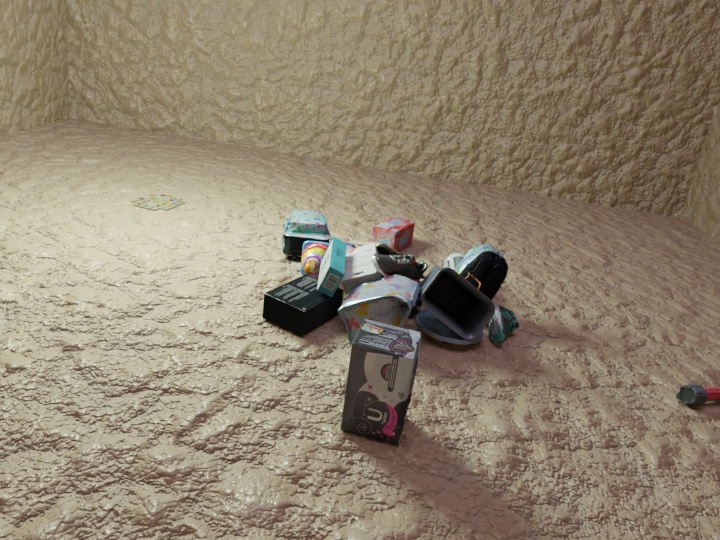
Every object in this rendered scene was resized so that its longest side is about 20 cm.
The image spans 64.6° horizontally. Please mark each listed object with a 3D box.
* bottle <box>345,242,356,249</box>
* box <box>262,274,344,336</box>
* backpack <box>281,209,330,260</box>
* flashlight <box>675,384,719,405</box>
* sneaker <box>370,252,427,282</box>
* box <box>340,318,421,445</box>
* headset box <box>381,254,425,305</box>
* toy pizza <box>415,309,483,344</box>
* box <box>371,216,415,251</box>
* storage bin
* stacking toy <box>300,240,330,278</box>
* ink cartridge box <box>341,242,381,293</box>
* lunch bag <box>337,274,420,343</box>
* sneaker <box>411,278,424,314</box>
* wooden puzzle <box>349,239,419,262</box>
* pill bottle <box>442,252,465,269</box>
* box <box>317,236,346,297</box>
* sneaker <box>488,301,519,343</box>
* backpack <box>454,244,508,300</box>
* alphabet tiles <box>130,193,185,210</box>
[{"bbox_3d":[-0.045,-0.031,1.924,0.081,0.067,0.201,8,22,-6],"label":"bottle"},{"bbox_3d":[-0.154,0.091,1.565,0.138,0.081,0.199,18,23,26],"label":"box"},{"bbox_3d":[-0.192,-0.131,2.013,0.172,0.155,0.201,5,17,-7],"label":"backpack"},{"bbox_3d":[0.920,0.317,1.471,0.195,0.069,0.068,2,25,-21],"label":"flashlight"},{"bbox_3d":[0.112,-0.025,1.610,0.197,0.082,0.078,15,37,-41],"label":"sneaker"},{"bbox_3d":[0.042,0.225,1.150,0.128,0.205,0.115,12,23,10],"label":"box"},{"bbox_3d":[0.097,0.024,1.811,0.169,0.095,0.201,5,22,-13],"label":"headset box"},{"bbox_3d":[0.251,0.164,1.616,0.194,0.033,0.201,10,22,-4],"label":"toy pizza"},{"bbox_3d":[0.127,-0.138,2.217,0.100,0.097,0.199,18,23,22],"label":"box"},{"bbox_3d":[0.257,0.067,1.568,0.198,0.147,0.134,36,6,-14],"label":"storage bin"},{"bbox_3d":[-0.141,-0.021,1.742,0.106,0.120,0.200,7,9,3],"label":"stacking toy"},{"bbox_3d":[0.000,0.000,1.664,0.113,0.069,0.201,-14,25,7],"label":"ink cartridge box"},{"bbox_3d":[0.060,0.098,1.511,0.195,0.130,0.170,-19,14,17],"label":"lunch bag"},{"bbox_3d":[0.122,0.101,1.677,0.196,0.086,0.075,-24,13,-13],"label":"sneaker"},{"bbox_3d":[0.081,-0.056,1.960,0.197,0.038,0.183,23,-7,-34],"label":"wooden puzzle"},{"bbox_3d":[0.326,0.021,1.884,0.111,0.117,0.201,10,22,3],"label":"pill bottle"},{"bbox_3d":[-0.079,-0.013,1.610,0.048,0.083,0.201,25,25,-12],"label":"box"},{"bbox_3d":[0.421,0.153,1.661,0.089,0.079,0.201,15,24,3],"label":"sneaker"},{"bbox_3d":[0.351,0.019,1.714,0.161,0.202,0.155,34,24,-7],"label":"backpack"},{"bbox_3d":[-0.812,-0.277,2.290,0.162,0.007,0.200,13,22,11],"label":"alphabet tiles"}]
